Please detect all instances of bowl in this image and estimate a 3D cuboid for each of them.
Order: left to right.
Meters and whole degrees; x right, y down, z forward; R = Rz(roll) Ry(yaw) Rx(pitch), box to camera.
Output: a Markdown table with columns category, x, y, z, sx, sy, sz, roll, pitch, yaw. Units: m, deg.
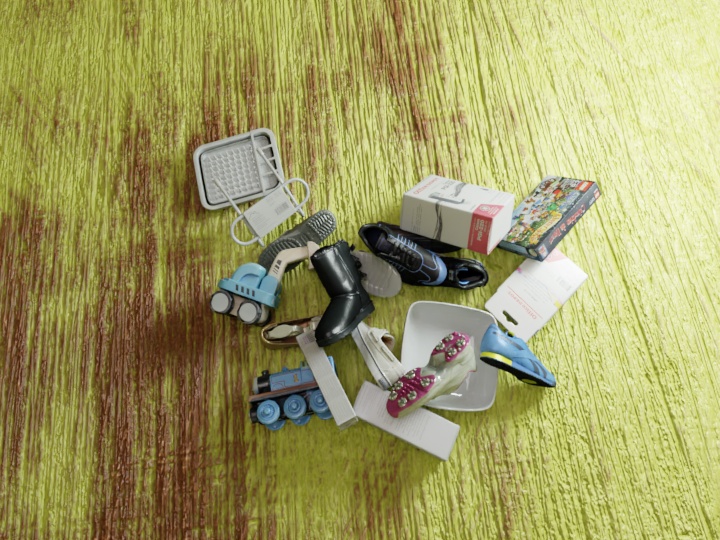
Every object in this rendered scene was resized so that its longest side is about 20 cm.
| category | x | y | z | sx | sy | sz | roll | pitch | yaw |
| --- | --- | --- | --- | --- | --- | --- | --- | --- | --- |
| bowl | 0.169 | 0.173 | 1.103 | 0.196 | 0.075 | 0.204 | 9 | 72 | -6 |

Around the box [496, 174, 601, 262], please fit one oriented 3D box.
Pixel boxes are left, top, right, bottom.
| category | x | y | z | sx | sy | sz | roll | pitch | yaw |
| --- | --- | --- | --- | --- | --- | --- | --- | --- | --- |
| box | 0.387 | -0.115 | 1.173 | 0.200 | 0.038 | 0.136 | -46 | 30 | -11 |

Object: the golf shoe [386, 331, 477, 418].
| category | x | y | z | sx | sy | sz | roll | pitch | yaw |
| --- | --- | --- | --- | --- | --- | --- | --- | --- | --- |
| golf shoe | 0.136 | 0.206 | 1.011 | 0.199 | 0.092 | 0.075 | -40 | 30 | -8 |

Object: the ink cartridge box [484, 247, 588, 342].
| category | x | y | z | sx | sy | sz | roll | pitch | yaw |
| --- | --- | --- | --- | --- | --- | --- | --- | --- | --- |
| ink cartridge box | 0.354 | 0.051 | 1.148 | 0.200 | 0.068 | 0.116 | -42 | 74 | -12 |

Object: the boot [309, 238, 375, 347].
| category | x | y | z | sx | sy | sz | roll | pitch | yaw |
| --- | --- | --- | --- | --- | --- | --- | --- | --- | --- |
| boot | -0.053 | 0.038 | 1.096 | 0.073 | 0.198 | 0.165 | -18 | 101 | 36 |

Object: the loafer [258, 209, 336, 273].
| category | x | y | z | sx | sy | sz | roll | pitch | yaw |
| --- | --- | --- | --- | --- | --- | --- | --- | --- | --- |
| loafer | -0.135 | -0.061 | 1.225 | 0.198 | 0.070 | 0.076 | -33 | 100 | 4 |

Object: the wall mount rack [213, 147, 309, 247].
| category | x | y | z | sx | sy | sz | roll | pitch | yaw |
| --- | --- | --- | --- | --- | --- | --- | --- | --- | --- |
| wall mount rack | -0.217 | -0.156 | 1.212 | 0.199 | 0.075 | 0.175 | -37 | 113 | -7 |

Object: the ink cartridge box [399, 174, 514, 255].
| category | x | y | z | sx | sy | sz | roll | pitch | yaw |
| --- | --- | --- | --- | --- | --- | --- | --- | --- | --- |
| ink cartridge box | 0.199 | -0.121 | 1.151 | 0.197 | 0.086 | 0.145 | 17 | 33 | 26 |

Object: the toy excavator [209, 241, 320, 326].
| category | x | y | z | sx | sy | sz | roll | pitch | yaw |
| --- | --- | --- | --- | --- | --- | --- | --- | --- | --- |
| toy excavator | -0.192 | 0.018 | 1.160 | 0.191 | 0.100 | 0.204 | 17 | 84 | 9 |

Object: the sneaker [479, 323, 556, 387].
| category | x | y | z | sx | sy | sz | roll | pitch | yaw |
| --- | --- | --- | --- | --- | --- | --- | --- | --- | --- |
| sneaker | 0.312 | 0.166 | 1.072 | 0.198 | 0.066 | 0.080 | 29 | 67 | -25 |

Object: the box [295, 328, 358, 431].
| category | x | y | z | sx | sy | sz | roll | pitch | yaw |
| --- | --- | --- | --- | --- | --- | --- | --- | --- | --- |
| box | -0.066 | 0.204 | 1.055 | 0.041 | 0.039 | 0.201 | -26 | 58 | -9 |

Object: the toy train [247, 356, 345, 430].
| category | x | y | z | sx | sy | sz | roll | pitch | yaw |
| --- | --- | --- | --- | --- | --- | --- | --- | --- | --- |
| toy train | -0.129 | 0.244 | 1.110 | 0.196 | 0.087 | 0.116 | -12 | 62 | 1 |

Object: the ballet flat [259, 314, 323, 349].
| category | x | y | z | sx | sy | sz | roll | pitch | yaw |
| --- | --- | --- | --- | --- | --- | --- | --- | --- | --- |
| ballet flat | -0.114 | 0.128 | 1.155 | 0.196 | 0.063 | 0.070 | -12 | 71 | -1 |

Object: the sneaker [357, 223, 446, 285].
| category | x | y | z | sx | sy | sz | roll | pitch | yaw |
| --- | --- | --- | --- | --- | --- | --- | --- | --- | --- |
| sneaker | 0.078 | -0.033 | 1.119 | 0.199 | 0.077 | 0.071 | 33 | 105 | 28 |

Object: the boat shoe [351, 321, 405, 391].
| category | x | y | z | sx | sy | sz | roll | pitch | yaw |
| --- | --- | --- | --- | --- | --- | --- | --- | --- | --- |
| boat shoe | 0.035 | 0.149 | 1.092 | 0.069 | 0.071 | 0.200 | -33 | 29 | 0 |

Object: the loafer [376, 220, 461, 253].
| category | x | y | z | sx | sy | sz | roll | pitch | yaw |
| --- | --- | --- | --- | --- | --- | --- | --- | --- | --- |
| loafer | 0.123 | -0.078 | 1.207 | 0.196 | 0.072 | 0.064 | 2 | 67 | 7 |

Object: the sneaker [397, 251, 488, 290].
| category | x | y | z | sx | sy | sz | roll | pitch | yaw |
| --- | --- | --- | --- | --- | --- | --- | --- | --- | --- |
| sneaker | 0.165 | 0.000 | 1.145 | 0.196 | 0.112 | 0.075 | 0 | 95 | 3 |

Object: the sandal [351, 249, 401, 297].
| category | x | y | z | sx | sy | sz | roll | pitch | yaw |
| --- | --- | --- | --- | --- | --- | --- | --- | --- | --- |
| sandal | 0.002 | -0.007 | 1.197 | 0.200 | 0.050 | 0.084 | 22 | 107 | 19 |

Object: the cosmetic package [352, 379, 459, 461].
| category | x | y | z | sx | sy | sz | roll | pitch | yaw |
| --- | --- | --- | --- | --- | --- | --- | --- | --- | --- |
| cosmetic package | 0.085 | 0.288 | 1.070 | 0.197 | 0.102 | 0.075 | 23 | 76 | 10 |

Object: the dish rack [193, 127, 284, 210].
| category | x | y | z | sx | sy | sz | roll | pitch | yaw |
| --- | --- | --- | --- | --- | --- | --- | --- | --- | --- |
| dish rack | -0.279 | -0.229 | 1.295 | 0.196 | 0.044 | 0.175 | -15 | 72 | -2 |
